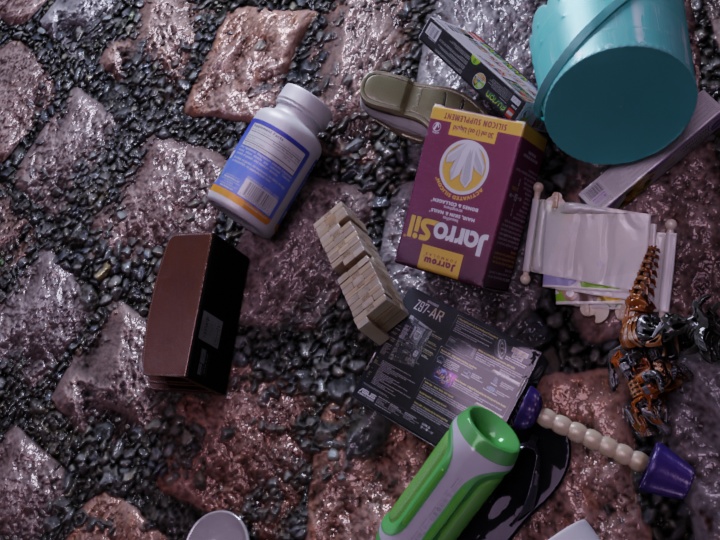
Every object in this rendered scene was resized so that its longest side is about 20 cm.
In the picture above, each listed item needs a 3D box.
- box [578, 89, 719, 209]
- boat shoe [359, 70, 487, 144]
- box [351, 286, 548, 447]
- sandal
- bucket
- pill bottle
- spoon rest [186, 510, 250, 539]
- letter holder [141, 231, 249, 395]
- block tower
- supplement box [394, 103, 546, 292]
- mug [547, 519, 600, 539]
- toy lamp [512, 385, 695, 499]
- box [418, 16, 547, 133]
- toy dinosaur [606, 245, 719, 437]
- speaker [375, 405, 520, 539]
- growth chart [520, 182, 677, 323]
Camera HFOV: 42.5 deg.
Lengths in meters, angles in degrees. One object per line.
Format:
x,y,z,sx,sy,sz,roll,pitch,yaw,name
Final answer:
0.358,-0.137,1.140,0.199,0.039,0.042,-41,61,5,box
0.093,-0.211,1.270,0.197,0.069,0.076,26,75,9,boat shoe
0.108,0.134,1.143,0.197,0.044,0.162,25,82,30,box
0.177,0.253,1.066,0.075,0.043,0.202,29,84,30,sandal
0.297,-0.236,1.094,0.203,0.208,0.137,-12,48,19,bucket
-0.124,-0.159,1.321,0.111,0.112,0.203,26,82,29,pill bottle
-0.177,0.403,1.155,0.097,0.061,0.204,-16,65,17,spoon rest
-0.255,0.061,1.302,0.139,0.100,0.205,-1,70,25,letter holder
0.000,0.000,1.210,0.057,0.054,0.202,-38,46,16,block tower
0.137,-0.089,1.156,0.129,0.103,0.205,15,93,27,supplement box
0.246,0.362,0.949,0.197,0.149,0.177,-25,63,-22,mug
0.270,0.192,1.026,0.197,0.058,0.059,26,81,15,toy lamp
0.174,-0.258,1.227,0.201,0.109,0.035,50,119,31,box
0.334,0.079,1.035,0.134,0.101,0.205,-10,96,38,toy dinosaur
0.096,0.252,1.044,0.089,0.088,0.202,46,115,31,speaker
0.284,-0.014,1.115,0.197,0.018,0.148,17,99,28,growth chart
